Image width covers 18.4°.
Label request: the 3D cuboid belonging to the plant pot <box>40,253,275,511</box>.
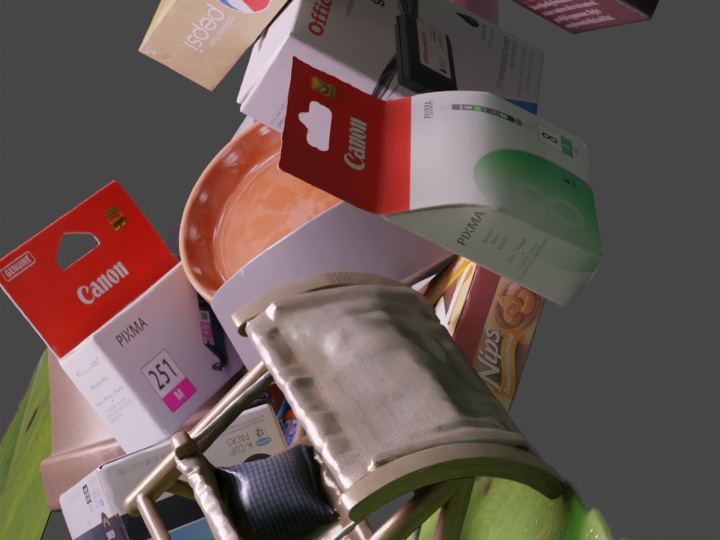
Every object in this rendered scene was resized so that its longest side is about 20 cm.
[{"bbox_3d":[-0.177,0.085,1.789,0.200,0.199,0.176,161,93,-72],"label":"plant pot"}]

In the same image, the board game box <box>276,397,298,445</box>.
[{"bbox_3d":[-0.012,0.086,1.666,0.201,0.045,0.152,-65,13,-4],"label":"board game box"}]

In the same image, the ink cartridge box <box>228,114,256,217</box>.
[{"bbox_3d":[-0.053,-0.033,1.844,0.085,0.144,0.201,-55,15,28],"label":"ink cartridge box"}]

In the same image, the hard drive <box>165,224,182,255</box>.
[{"bbox_3d":[-0.166,0.025,1.967,0.136,0.042,0.200,-61,12,5],"label":"hard drive"}]

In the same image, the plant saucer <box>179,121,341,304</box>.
[{"bbox_3d":[-0.042,-0.044,1.675,0.199,0.032,0.201,-15,49,18],"label":"plant saucer"}]

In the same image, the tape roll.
[{"bbox_3d":[0.000,0.000,1.495,0.199,0.066,0.200,-31,-7,-4],"label":"tape roll"}]

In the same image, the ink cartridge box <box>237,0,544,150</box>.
[{"bbox_3d":[0.025,-0.137,1.610,0.084,0.199,0.145,-53,16,38],"label":"ink cartridge box"}]

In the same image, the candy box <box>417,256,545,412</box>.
[{"bbox_3d":[0.046,0.067,1.444,0.200,0.055,0.116,-41,25,58],"label":"candy box"}]

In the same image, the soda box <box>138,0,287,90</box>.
[{"bbox_3d":[-0.091,-0.210,1.612,0.200,0.067,0.064,-42,24,56],"label":"soda box"}]

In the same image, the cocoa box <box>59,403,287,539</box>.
[{"bbox_3d":[-0.119,0.189,1.572,0.132,0.133,0.200,69,161,5],"label":"cocoa box"}]

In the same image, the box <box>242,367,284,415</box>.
[{"bbox_3d":[-0.133,0.126,1.955,0.201,0.099,0.095,-66,13,-15],"label":"box"}]

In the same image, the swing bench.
[{"bbox_3d":[-0.015,0.124,1.271,0.201,0.129,0.199,-60,34,16],"label":"swing bench"}]

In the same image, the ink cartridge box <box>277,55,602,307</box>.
[{"bbox_3d":[0.051,-0.071,1.371,0.050,0.199,0.161,-56,15,26],"label":"ink cartridge box"}]

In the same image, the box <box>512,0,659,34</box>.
[{"bbox_3d":[0.146,-0.290,1.511,0.201,0.163,0.166,-64,13,-3],"label":"box"}]

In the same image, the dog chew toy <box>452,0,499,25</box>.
[{"bbox_3d":[0.014,-0.231,1.845,0.125,0.199,0.125,-58,13,21],"label":"dog chew toy"}]

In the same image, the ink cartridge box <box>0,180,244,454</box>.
[{"bbox_3d":[-0.164,0.024,1.664,0.043,0.174,0.200,-34,5,31],"label":"ink cartridge box"}]
